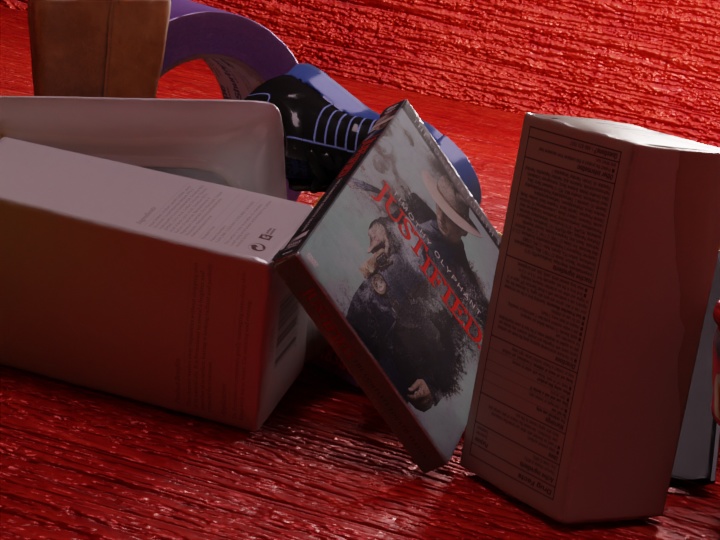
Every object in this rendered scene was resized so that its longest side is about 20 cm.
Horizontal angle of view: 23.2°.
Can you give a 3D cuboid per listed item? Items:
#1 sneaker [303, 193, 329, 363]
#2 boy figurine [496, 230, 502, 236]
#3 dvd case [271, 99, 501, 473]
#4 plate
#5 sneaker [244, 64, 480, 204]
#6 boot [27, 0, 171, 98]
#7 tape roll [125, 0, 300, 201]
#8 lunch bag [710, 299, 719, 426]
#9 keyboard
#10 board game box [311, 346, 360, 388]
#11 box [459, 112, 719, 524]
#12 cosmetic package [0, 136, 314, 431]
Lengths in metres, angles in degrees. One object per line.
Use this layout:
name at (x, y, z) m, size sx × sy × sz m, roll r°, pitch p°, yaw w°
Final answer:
sneaker at (0.000, 0.000, 1.105) m, size 0.092 × 0.076 × 0.200 m, roll 2°, pitch 25°, yaw 16°
boy figurine at (0.145, 0.035, 1.135) m, size 0.199 × 0.065 × 0.124 m, roll 29°, pitch 37°, yaw 17°
dvd case at (0.031, 0.003, 1.004) m, size 0.022 × 0.146 × 0.200 m, roll -27°, pitch 16°, yaw 30°
plate at (-0.144, -0.034, 1.097) m, size 0.199 × 0.200 × 0.032 m, roll 1°, pitch 55°, yaw 2°
sneaker at (-0.009, -0.077, 1.228) m, size 0.078 × 0.070 × 0.200 m, roll -36°, pitch 48°, yaw -29°
boot at (-0.154, -0.091, 1.247) m, size 0.187 × 0.201 × 0.068 m, roll 3°, pitch 2°, yaw -28°
tape roll at (-0.139, -0.104, 1.336) m, size 0.199 × 0.201 × 0.085 m, roll 2°, pitch 14°, yaw -37°
lunch bag at (0.288, 0.059, 0.893) m, size 0.199 × 0.082 × 0.176 m, roll -2°, pitch 13°, yaw -6°
keyboard at (0.160, 0.045, 1.067) m, size 0.126 × 0.021 × 0.200 m, roll 16°, pitch 45°, yaw 0°
board game box at (-0.004, 0.039, 1.190) m, size 0.120 × 0.032 × 0.200 m, roll 8°, pitch 10°, yaw -34°
box at (0.124, 0.024, 0.932) m, size 0.077 × 0.201 × 0.095 m, roll 2°, pitch 14°, yaw -35°
cosmetic package at (-0.132, 0.005, 0.992) m, size 0.199 × 0.113 × 0.081 m, roll 16°, pitch 30°, yaw 15°
